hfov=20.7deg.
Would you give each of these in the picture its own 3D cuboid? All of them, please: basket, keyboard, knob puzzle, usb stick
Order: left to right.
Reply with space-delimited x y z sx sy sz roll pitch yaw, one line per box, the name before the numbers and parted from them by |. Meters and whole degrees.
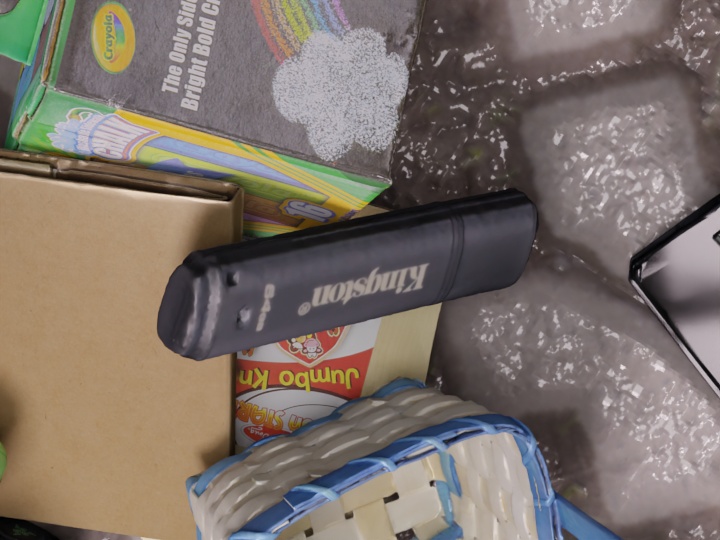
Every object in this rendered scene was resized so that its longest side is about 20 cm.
knob puzzle | -0.061 0.051 0.969 0.219 0.030 0.220 0 96 3
usb stick | 0.000 0.000 0.876 0.033 0.200 0.055 48 133 32
basket | 0.024 0.139 0.856 0.176 0.200 0.139 -22 114 -14
keyboard | 0.230 0.045 0.966 0.104 0.040 0.200 -37 94 28

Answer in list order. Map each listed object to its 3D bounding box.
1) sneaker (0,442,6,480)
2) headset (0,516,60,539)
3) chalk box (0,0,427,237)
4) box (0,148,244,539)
sneaker | -0.248 0.126 0.917 0.200 0.077 0.084 -22 57 35
headset | -0.165 0.178 0.976 0.200 0.094 0.124 1 100 17
chalk box | -0.086 -0.102 0.871 0.200 0.124 0.125 16 73 -13
box | -0.135 0.038 0.902 0.163 0.021 0.200 8 124 6
